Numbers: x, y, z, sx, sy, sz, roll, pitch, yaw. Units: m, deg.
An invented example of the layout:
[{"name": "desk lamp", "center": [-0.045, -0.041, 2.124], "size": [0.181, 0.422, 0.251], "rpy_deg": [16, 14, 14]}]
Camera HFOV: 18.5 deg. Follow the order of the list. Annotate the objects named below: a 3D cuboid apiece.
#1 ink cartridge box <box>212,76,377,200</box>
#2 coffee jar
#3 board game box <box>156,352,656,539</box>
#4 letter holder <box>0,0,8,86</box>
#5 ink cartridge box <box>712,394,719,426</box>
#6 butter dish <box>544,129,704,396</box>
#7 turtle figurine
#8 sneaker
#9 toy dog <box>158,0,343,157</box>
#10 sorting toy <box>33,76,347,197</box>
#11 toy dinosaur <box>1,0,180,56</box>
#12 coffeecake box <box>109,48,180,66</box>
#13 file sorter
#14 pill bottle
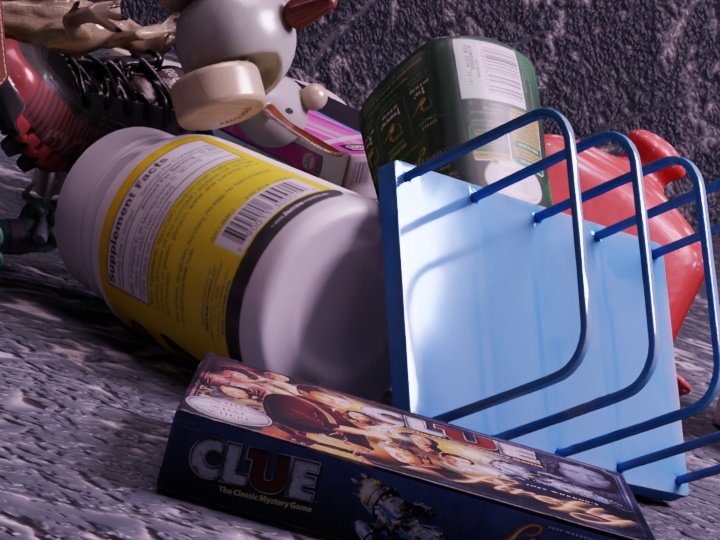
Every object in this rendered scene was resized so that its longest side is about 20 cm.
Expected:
[{"name": "ink cartridge box", "center": [-0.050, -0.093, 1.387], "size": [0.199, 0.037, 0.094], "rpy_deg": [25, 20, 36]}, {"name": "coffee jar", "center": [0.061, -0.020, 1.202], "size": [0.085, 0.202, 0.104], "rpy_deg": [13, -37, -33]}, {"name": "board game box", "center": [0.019, 0.088, 0.931], "size": [0.198, 0.035, 0.136], "rpy_deg": [16, 7, -2]}, {"name": "letter holder", "center": [-0.262, -0.110, 1.035], "size": [0.100, 0.143, 0.200], "rpy_deg": [18, 42, 17]}, {"name": "ink cartridge box", "center": [0.302, 0.024, 1.386], "size": [0.083, 0.202, 0.145], "rpy_deg": [15, 7, -6]}, {"name": "butter dish", "center": [0.151, -0.022, 1.407], "size": [0.199, 0.148, 0.200], "rpy_deg": [35, -3, 5]}, {"name": "turtle figurine", "center": [-0.232, -0.057, 1.235], "size": [0.150, 0.100, 0.200], "rpy_deg": [52, 2, -14]}, {"name": "sneaker", "center": [-0.144, -0.090, 1.228], "size": [0.071, 0.097, 0.200], "rpy_deg": [63, 12, 26]}, {"name": "toy dog", "center": [-0.046, -0.121, 1.217], "size": [0.095, 0.133, 0.200], "rpy_deg": [-13, 8, 9]}, {"name": "sorting toy", "center": [-0.104, -0.099, 1.569], "size": [0.199, 0.108, 0.180], "rpy_deg": [21, 34, 34]}, {"name": "toy dinosaur", "center": [-0.170, -0.140, 1.230], "size": [0.199, 0.059, 0.101], "rpy_deg": [6, -24, -34]}, {"name": "coffeecake box", "center": [-0.161, -0.167, 2.317], "size": [0.153, 0.074, 0.199], "rpy_deg": [11, 9, -37]}, {"name": "file sorter", "center": [0.123, 0.017, 1.066], "size": [0.199, 0.140, 0.122], "rpy_deg": [15, -28, -40]}, {"name": "pill bottle", "center": [-0.067, -0.006, 1.138], "size": [0.114, 0.115, 0.199], "rpy_deg": [10, 10, -41]}]
